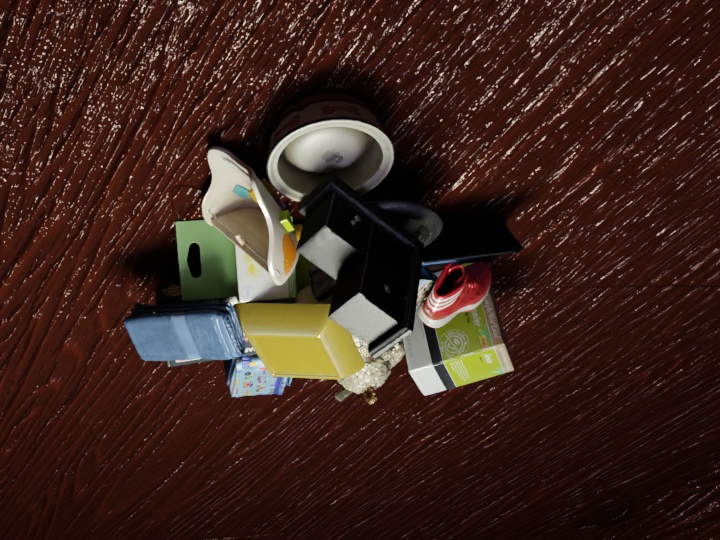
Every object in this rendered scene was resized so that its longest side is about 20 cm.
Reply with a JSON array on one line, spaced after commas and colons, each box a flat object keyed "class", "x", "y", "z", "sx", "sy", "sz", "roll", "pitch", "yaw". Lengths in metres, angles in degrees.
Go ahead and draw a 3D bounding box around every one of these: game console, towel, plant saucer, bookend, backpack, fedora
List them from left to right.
[{"class": "towel", "x": -0.302, "y": 0.107, "z": 1.597, "sx": 0.198, "sy": 0.049, "sz": 0.112, "roll": -4, "pitch": 124, "yaw": 16}, {"class": "backpack", "x": -0.173, "y": 0.170, "z": 1.887, "sx": 0.198, "sy": 0.135, "sz": 0.183, "roll": 0, "pitch": 146, "yaw": -19}, {"class": "plant saucer", "x": -0.111, "y": 0.134, "z": 1.624, "sx": 0.198, "sy": 0.049, "sz": 0.201, "roll": -1, "pitch": 143, "yaw": 19}, {"class": "bookend", "x": -0.011, "y": -0.008, "z": 1.409, "sx": 0.199, "sy": 0.200, "sz": 0.092, "roll": 36, "pitch": 128, "yaw": -20}, {"class": "fedora", "x": 0.042, "y": -0.100, "z": 1.562, "sx": 0.198, "sy": 0.092, "sz": 0.201, "roll": -5, "pitch": 154, "yaw": -3}, {"class": "game console", "x": 0.181, "y": -0.023, "z": 1.706, "sx": 0.198, "sy": 0.117, "sz": 0.176, "roll": -6, "pitch": 147, "yaw": -6}]

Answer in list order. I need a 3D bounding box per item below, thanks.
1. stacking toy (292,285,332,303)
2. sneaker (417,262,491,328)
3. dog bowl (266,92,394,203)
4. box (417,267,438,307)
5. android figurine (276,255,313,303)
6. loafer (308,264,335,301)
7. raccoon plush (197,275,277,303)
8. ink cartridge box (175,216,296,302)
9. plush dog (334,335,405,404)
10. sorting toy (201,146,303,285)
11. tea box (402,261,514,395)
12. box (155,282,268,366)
[{"class": "stacking toy", "x": -0.113, "y": 0.115, "z": 1.698, "sx": 0.085, "sy": 0.086, "sz": 0.200, "roll": 6, "pitch": 143, "yaw": -24}, {"class": "sneaker", "x": 0.196, "y": 0.022, "z": 1.705, "sx": 0.200, "sy": 0.078, "sz": 0.116, "roll": -40, "pitch": 164, "yaw": -38}, {"class": "dog bowl", "x": -0.051, "y": -0.191, "z": 1.422, "sx": 0.198, "sy": 0.074, "sz": 0.201, "roll": -8, "pitch": 147, "yaw": -5}, {"class": "box", "x": 0.062, "y": 0.053, "z": 1.650, "sx": 0.137, "sy": 0.038, "sz": 0.200, "roll": -48, "pitch": 163, "yaw": 13}, {"class": "android figurine", "x": -0.102, "y": 0.002, "z": 1.673, "sx": 0.199, "sy": 0.041, "sz": 0.183, "roll": -19, "pitch": 122, "yaw": 25}, {"class": "loafer", "x": 0.000, "y": 0.000, "z": 1.576, "sx": 0.199, "sy": 0.064, "sz": 0.072, "roll": -20, "pitch": 152, "yaw": 27}, {"class": "raccoon plush", "x": -0.227, "y": 0.050, "z": 1.741, "sx": 0.199, "sy": 0.097, "sz": 0.134, "roll": -27, "pitch": 137, "yaw": 7}, {"class": "ink cartridge box", "x": -0.213, "y": -0.019, "z": 1.587, "sx": 0.198, "sy": 0.048, "sz": 0.147, "roll": -5, "pitch": 103, "yaw": -11}, {"class": "plush dog", "x": 0.001, "y": 0.172, "z": 1.950, "sx": 0.198, "sy": 0.161, "sz": 0.173, "roll": -9, "pitch": 124, "yaw": -2}, {"class": "sorting toy", "x": -0.174, "y": -0.108, "z": 1.441, "sx": 0.107, "sy": 0.200, "sz": 0.181, "roll": -40, "pitch": 144, "yaw": -16}, {"class": "tea box", "x": 0.184, "y": 0.114, "z": 1.840, "sx": 0.195, "sy": 0.201, "sz": 0.134, "roll": -17, "pitch": 148, "yaw": 8}, {"class": "box", "x": -0.265, "y": 0.089, "z": 1.678, "sx": 0.198, "sy": 0.046, "sz": 0.160, "roll": -7, "pitch": 127, "yaw": -9}]
